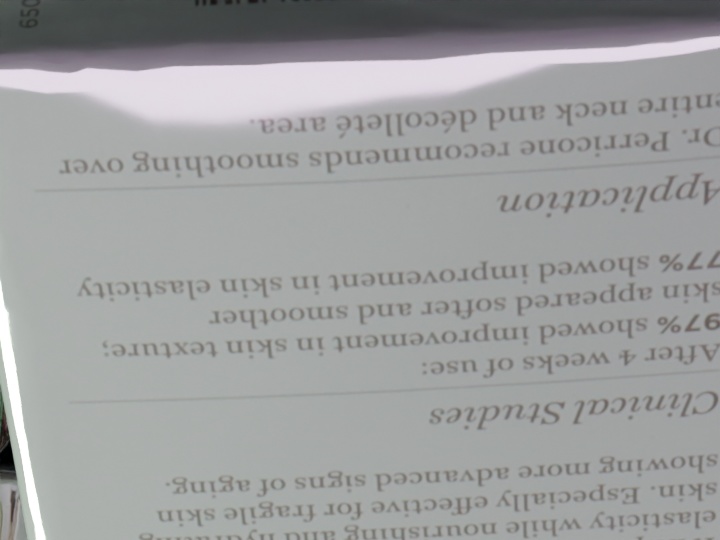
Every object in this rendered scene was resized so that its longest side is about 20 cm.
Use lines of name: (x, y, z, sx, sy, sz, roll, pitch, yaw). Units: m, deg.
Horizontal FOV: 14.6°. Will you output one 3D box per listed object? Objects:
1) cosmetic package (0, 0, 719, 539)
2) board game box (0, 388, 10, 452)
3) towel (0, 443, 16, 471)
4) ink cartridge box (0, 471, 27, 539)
cosmetic package: (0.006, -0.018, 0.651, 0.167, 0.166, 0.200, -2, 129, 1)
board game box: (-0.139, -0.028, 0.748, 0.097, 0.200, 0.160, 6, 99, 2)
towel: (-0.098, 0.045, 0.946, 0.200, 0.049, 0.112, 4, 171, 3)
ink cartridge box: (-0.150, 0.100, 0.856, 0.145, 0.088, 0.200, 5, 173, 9)
